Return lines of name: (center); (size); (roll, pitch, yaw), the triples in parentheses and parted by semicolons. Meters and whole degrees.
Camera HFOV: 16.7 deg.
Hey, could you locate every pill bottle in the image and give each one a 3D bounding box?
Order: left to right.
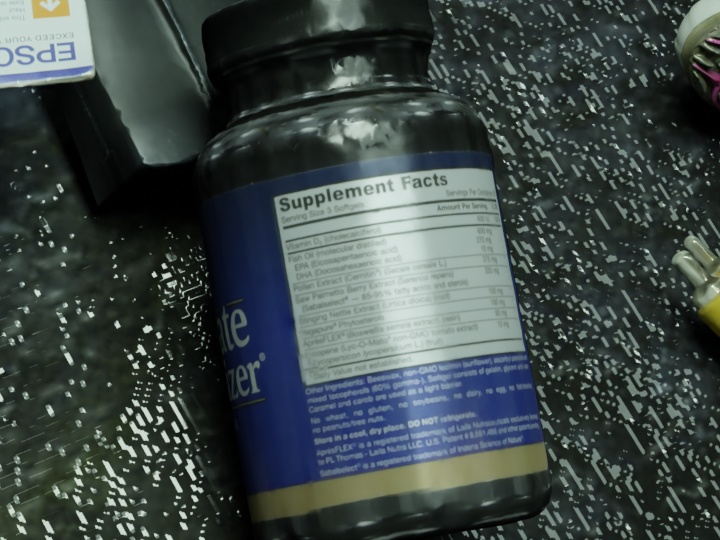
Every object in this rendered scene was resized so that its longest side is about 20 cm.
pill bottle: (0.000, 0.000, 0.895); (0.112, 0.112, 0.201); (-7, 83, -30)

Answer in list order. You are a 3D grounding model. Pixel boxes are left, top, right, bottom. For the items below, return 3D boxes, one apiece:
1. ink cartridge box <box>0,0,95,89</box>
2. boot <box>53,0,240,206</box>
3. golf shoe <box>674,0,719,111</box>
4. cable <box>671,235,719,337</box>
ink cartridge box: (-0.205, -0.138, 0.914); (0.199, 0.041, 0.200); (-5, 63, -9)
boot: (-0.063, -0.131, 0.997); (0.165, 0.066, 0.200); (-17, 68, -24)
golf shoe: (0.214, -0.117, 1.135); (0.200, 0.073, 0.092); (-7, 48, -36)
cable: (0.214, 0.058, 1.051); (0.097, 0.050, 0.200); (-25, 81, -49)
